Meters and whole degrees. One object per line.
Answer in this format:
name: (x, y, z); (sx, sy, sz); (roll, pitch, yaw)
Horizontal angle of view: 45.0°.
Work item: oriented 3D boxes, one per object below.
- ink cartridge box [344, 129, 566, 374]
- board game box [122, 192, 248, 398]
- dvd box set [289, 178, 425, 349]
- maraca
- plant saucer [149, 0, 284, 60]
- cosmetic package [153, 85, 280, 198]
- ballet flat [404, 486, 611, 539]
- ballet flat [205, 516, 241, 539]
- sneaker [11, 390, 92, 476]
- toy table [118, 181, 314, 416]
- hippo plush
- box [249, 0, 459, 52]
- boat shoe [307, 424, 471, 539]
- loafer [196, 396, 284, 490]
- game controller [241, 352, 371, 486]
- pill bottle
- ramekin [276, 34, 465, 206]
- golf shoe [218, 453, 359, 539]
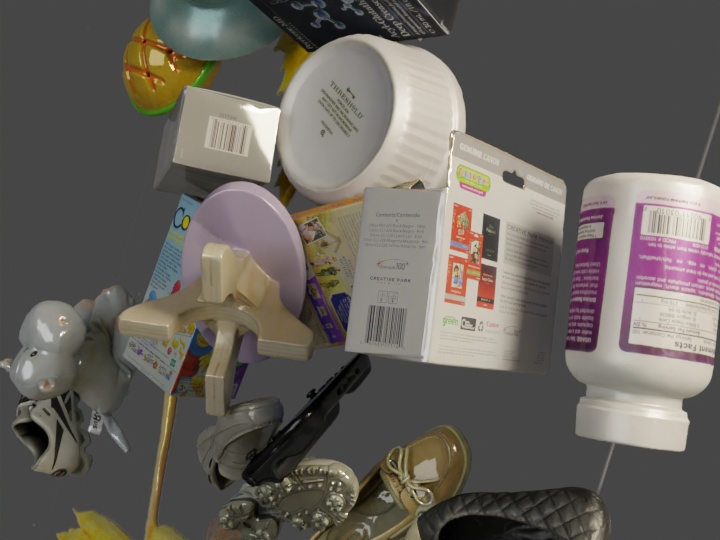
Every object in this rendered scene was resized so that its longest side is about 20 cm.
ink cartridge box: (0.089, -0.008, 0.731); (0.083, 0.199, 0.178); (4, 84, 39)
board game box: (-0.172, 0.031, 0.992); (0.104, 0.103, 0.202); (28, 100, 38)
dvd box set: (0.000, 0.000, 0.861); (0.199, 0.029, 0.147); (-13, 110, 36)
maraca: (-0.221, -0.279, 1.089); (0.200, 0.107, 0.138); (-40, 61, 16)
plant saucer: (-0.162, -0.342, 1.033); (0.199, 0.039, 0.203); (-4, 64, 7)
cosmetic package: (-0.164, -0.131, 0.961); (0.200, 0.106, 0.091); (-179, 98, -70)
ballet flat: (0.117, 0.227, 0.747); (0.199, 0.057, 0.067); (-21, 110, 33)
ballet flat: (-0.133, 0.352, 0.924); (0.068, 0.067, 0.201); (-47, 57, 20)
sneaker: (-0.432, 0.185, 1.181); (0.074, 0.088, 0.201); (-46, 56, 24)
toy table: (-0.127, 0.031, 0.838); (0.182, 0.117, 0.202); (-2, 120, 11)
hippo plush: (-0.375, 0.110, 1.100); (0.158, 0.160, 0.202); (16, 91, 38)
box: (-0.013, -0.317, 0.893); (0.199, 0.148, 0.108); (5, 73, 39)
boat shoe: (0.024, 0.222, 0.827); (0.201, 0.063, 0.074); (-44, 58, 24)
loafer: (-0.124, 0.184, 0.917); (0.200, 0.069, 0.070); (-48, 54, 58)
game controller: (-0.046, 0.135, 0.826); (0.042, 0.200, 0.105); (36, 108, 5)
pill bottle: (0.220, 0.034, 0.677); (0.111, 0.112, 0.202); (4, 84, 38)
ramekin: (0.000, -0.147, 0.895); (0.201, 0.094, 0.205); (-8, 77, 37)
golf shoe: (-0.063, 0.209, 0.866); (0.078, 0.097, 0.199); (49, 134, -11)
